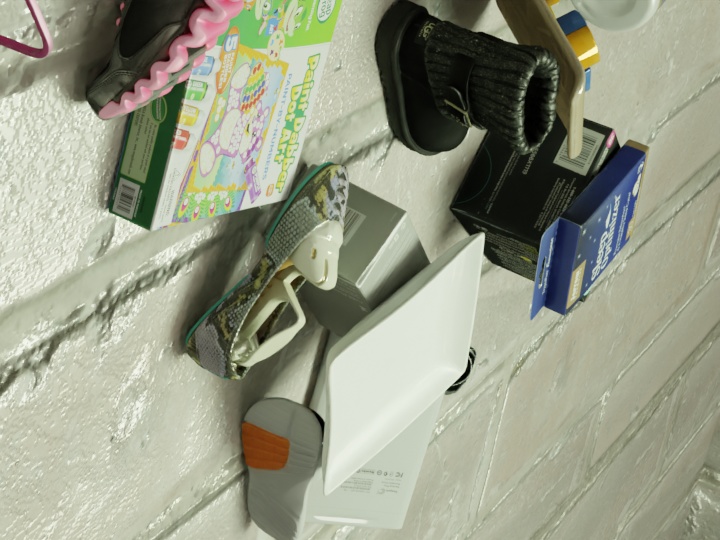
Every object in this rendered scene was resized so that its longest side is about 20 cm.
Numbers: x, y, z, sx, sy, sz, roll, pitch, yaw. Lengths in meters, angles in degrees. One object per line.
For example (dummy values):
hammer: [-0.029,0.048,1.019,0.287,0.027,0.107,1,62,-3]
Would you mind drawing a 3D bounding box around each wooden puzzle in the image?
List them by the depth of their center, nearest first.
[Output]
wooden puzzle: [0.173,-0.222,1.557,0.046,0.201,0.185,-22,164,0]

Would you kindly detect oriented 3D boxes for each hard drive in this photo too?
hard drive: [0.007,0.159,1.673,0.131,0.027,0.201,8,110,-24]

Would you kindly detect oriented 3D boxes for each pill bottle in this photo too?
pill bottle: [0.313,-0.355,1.847,0.200,0.111,0.111,-48,151,-39]

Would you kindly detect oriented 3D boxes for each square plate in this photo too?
square plate: [0.030,0.079,1.486,0.200,0.028,0.199,-39,151,-30]

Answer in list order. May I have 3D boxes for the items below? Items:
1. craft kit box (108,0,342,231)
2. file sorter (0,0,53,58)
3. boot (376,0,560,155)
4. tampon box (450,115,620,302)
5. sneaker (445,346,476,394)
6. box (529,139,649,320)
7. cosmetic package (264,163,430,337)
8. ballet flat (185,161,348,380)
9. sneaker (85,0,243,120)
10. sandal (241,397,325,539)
craft kit box: [-0.092,-0.139,1.244,0.197,0.048,0.201,-23,132,-63]
file sorter: [-0.213,-0.162,0.841,0.200,0.125,0.139,-55,155,-25]
boot: [0.105,-0.148,1.521,0.080,0.157,0.211,-60,156,-15]
tampon box: [0.207,-0.078,1.858,0.150,0.126,0.200,-63,157,-7]
sneaker: [0.080,0.094,1.778,0.200,0.099,0.071,10,101,-68]
box: [0.239,-0.037,1.764,0.200,0.032,0.122,-43,149,-41]
cosmetic package: [0.000,0.000,1.499,0.090,0.107,0.200,-56,154,-16]
ballet flat: [-0.058,0.008,1.364,0.201,0.072,0.072,-52,158,5]
sneaker: [-0.123,-0.187,1.092,0.200,0.095,0.079,-48,-178,18]
sandal: [-0.066,0.173,1.568,0.059,0.079,0.207,-49,161,-38]
